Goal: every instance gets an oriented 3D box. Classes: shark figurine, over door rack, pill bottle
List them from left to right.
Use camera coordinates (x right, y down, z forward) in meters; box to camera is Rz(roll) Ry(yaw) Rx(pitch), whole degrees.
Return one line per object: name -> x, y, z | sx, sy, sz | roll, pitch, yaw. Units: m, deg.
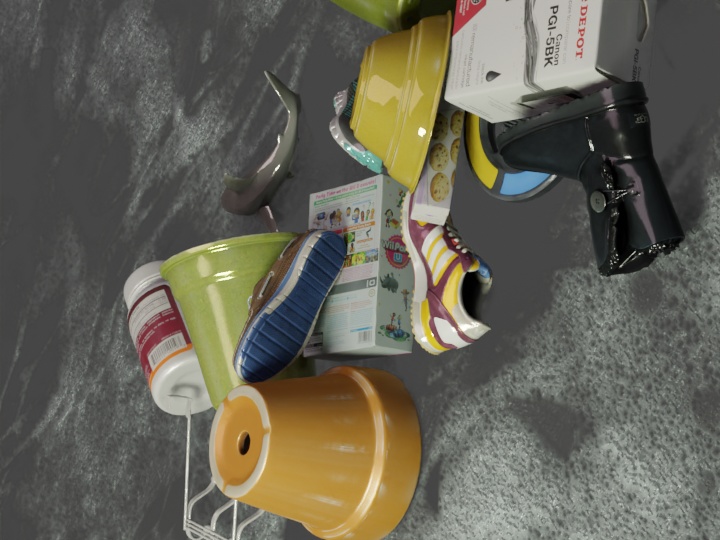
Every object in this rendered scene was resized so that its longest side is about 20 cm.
pill bottle -> -0.251, 0.087, 2.120 | 0.114, 0.114, 0.200 | -56, 41, 29
over door rack -> -0.177, 0.261, 1.994 | 0.147, 0.066, 0.201 | 10, 110, 55
shark figurine -> -0.133, -0.138, 2.029 | 0.215, 0.089, 0.128 | -58, 41, 30

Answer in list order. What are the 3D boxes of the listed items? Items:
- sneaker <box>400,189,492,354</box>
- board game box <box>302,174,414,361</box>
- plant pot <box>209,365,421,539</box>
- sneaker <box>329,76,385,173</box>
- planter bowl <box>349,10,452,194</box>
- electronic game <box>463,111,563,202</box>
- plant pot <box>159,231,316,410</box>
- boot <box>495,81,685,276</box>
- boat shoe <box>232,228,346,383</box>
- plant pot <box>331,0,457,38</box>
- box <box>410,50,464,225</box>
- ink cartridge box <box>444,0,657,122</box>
sneaker -> 0.101, -0.012, 1.699 | 0.090, 0.075, 0.201 | -20, 66, 35
board game box -> 0.000, 0.000, 1.835 | 0.147, 0.064, 0.201 | -11, 74, 52
plant pot -> -0.062, 0.200, 1.762 | 0.200, 0.182, 0.201 | -20, 65, 51
sneaker -> 0.017, -0.188, 1.821 | 0.091, 0.077, 0.200 | -47, 24, 21
planter bowl -> 0.037, -0.189, 1.686 | 0.200, 0.083, 0.202 | -168, 90, -86
electronic game -> 0.176, -0.171, 1.652 | 0.200, 0.041, 0.201 | -21, 64, 51
plant pot -> -0.133, 0.070, 1.915 | 0.200, 0.200, 0.185 | -24, 73, 49
boot -> 0.217, -0.075, 1.510 | 0.200, 0.076, 0.169 | -19, 80, 53
boat shoe -> -0.090, 0.042, 1.804 | 0.072, 0.072, 0.200 | 11, 62, 54
plant pot -> 0.044, -0.358, 1.784 | 0.193, 0.200, 0.201 | 47, 119, 35
box -> 0.089, -0.147, 1.707 | 0.039, 0.041, 0.201 | 107, 175, -64
ink cartridge box -> 0.189, -0.239, 1.565 | 0.199, 0.083, 0.148 | -6, 71, 47
